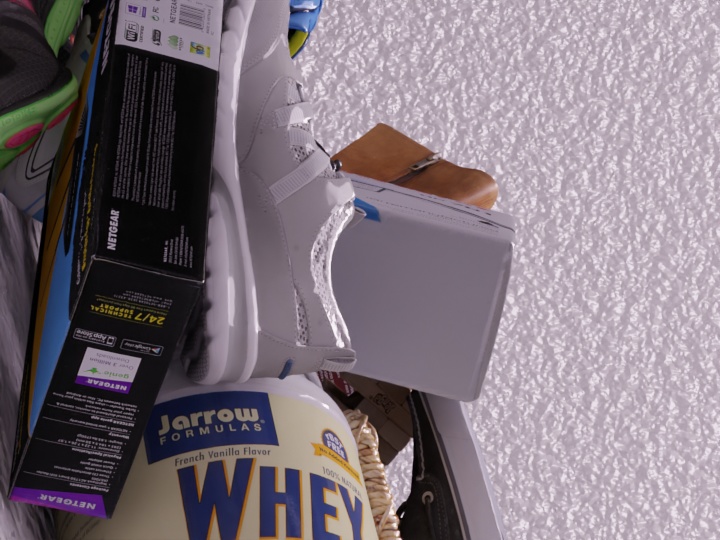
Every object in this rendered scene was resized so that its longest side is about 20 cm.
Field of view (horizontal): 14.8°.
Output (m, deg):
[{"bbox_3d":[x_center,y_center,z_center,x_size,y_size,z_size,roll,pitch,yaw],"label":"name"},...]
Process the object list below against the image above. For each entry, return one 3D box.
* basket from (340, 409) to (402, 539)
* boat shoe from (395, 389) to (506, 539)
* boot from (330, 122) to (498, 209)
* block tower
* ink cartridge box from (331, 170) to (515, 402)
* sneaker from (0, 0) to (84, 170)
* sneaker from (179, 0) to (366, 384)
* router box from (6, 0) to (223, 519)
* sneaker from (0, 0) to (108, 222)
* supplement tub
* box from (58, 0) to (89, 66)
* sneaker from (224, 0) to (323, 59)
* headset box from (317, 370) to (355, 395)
[{"bbox_3d":[-0.043,0.183,1.367,0.149,0.142,0.201,92,-14,-77],"label":"basket"},{"bbox_3d":[0.046,0.140,1.426,0.069,0.056,0.200,69,6,-57],"label":"boat shoe"},{"bbox_3d":[-0.051,-0.043,1.610,0.188,0.200,0.069,23,-45,37],"label":"boot"},{"bbox_3d":[-0.040,0.122,1.521,0.058,0.200,0.054,41,4,-5],"label":"block tower"},{"bbox_3d":[0.000,0.000,1.398,0.200,0.146,0.086,-61,165,-83],"label":"ink cartridge box"},{"bbox_3d":[-0.174,-0.106,1.252,0.084,0.077,0.200,42,20,-25],"label":"sneaker"},{"bbox_3d":[-0.039,-0.038,1.250,0.075,0.082,0.201,133,-39,-61],"label":"sneaker"},{"bbox_3d":[-0.103,-0.017,1.186,0.200,0.051,0.149,-89,-163,-47],"label":"router box"},{"bbox_3d":[-0.110,-0.092,1.321,0.200,0.072,0.072,-51,-159,42],"label":"sneaker"},{"bbox_3d":[-0.062,0.132,1.240,0.145,0.145,0.200,73,1,-51],"label":"supplement tub"},{"bbox_3d":[-0.141,-0.103,1.512,0.160,0.044,0.200,47,11,-20],"label":"box"},{"bbox_3d":[-0.042,-0.139,1.419,0.200,0.078,0.066,-44,149,-43],"label":"sneaker"},{"bbox_3d":[-0.053,0.032,1.637,0.149,0.199,0.075,-102,178,-56],"label":"headset box"}]
